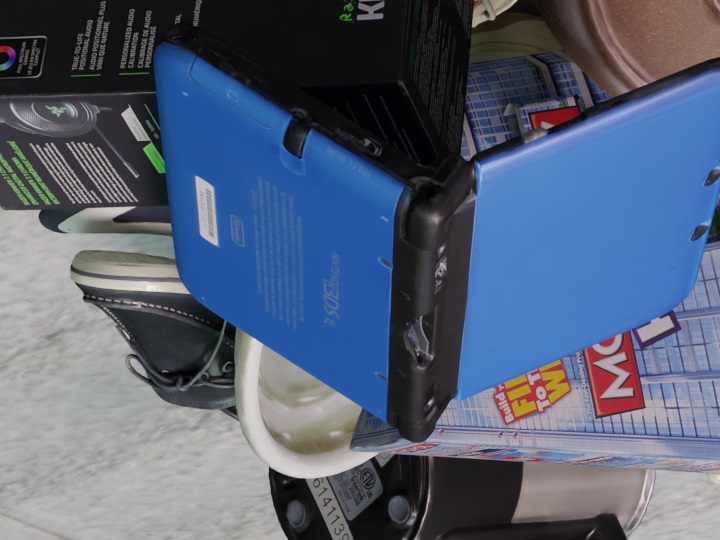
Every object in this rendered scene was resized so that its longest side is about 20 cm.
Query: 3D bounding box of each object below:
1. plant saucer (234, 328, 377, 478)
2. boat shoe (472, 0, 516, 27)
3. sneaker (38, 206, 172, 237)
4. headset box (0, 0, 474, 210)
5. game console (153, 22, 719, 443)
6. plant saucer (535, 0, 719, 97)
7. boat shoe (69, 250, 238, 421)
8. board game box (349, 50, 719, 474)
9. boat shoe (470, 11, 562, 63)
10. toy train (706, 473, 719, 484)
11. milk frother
[{"bbox_3d":[0.000,0.000,1.389,0.050,0.200,0.200,32,170,32],"label":"plant saucer"},{"bbox_3d":[0.033,-0.125,1.218,0.071,0.063,0.199,27,146,-35],"label":"boat shoe"},{"bbox_3d":[-0.091,-0.045,1.409,0.129,0.080,0.199,8,171,26],"label":"sneaker"},{"bbox_3d":[-0.061,-0.121,1.115,0.199,0.175,0.093,-1,154,16],"label":"headset box"},{"bbox_3d":[0.029,-0.032,1.058,0.170,0.119,0.200,32,158,14],"label":"game console"},{"bbox_3d":[0.161,-0.121,1.141,0.199,0.032,0.201,3,130,4],"label":"plant saucer"},{"bbox_3d":[-0.077,0.035,1.426,0.074,0.063,0.200,10,169,27],"label":"boat shoe"},{"bbox_3d":[0.083,0.005,1.237,0.199,0.201,0.062,-11,177,-30],"label":"board game box"},{"bbox_3d":[0.119,-0.054,1.347,0.199,0.063,0.073,20,151,-29],"label":"boat shoe"},{"bbox_3d":[0.130,0.037,1.400,0.055,0.151,0.200,-33,175,16],"label":"toy train"},{"bbox_3d":[0.034,0.143,1.580,0.187,0.182,0.199,1,161,-46],"label":"milk frother"}]
